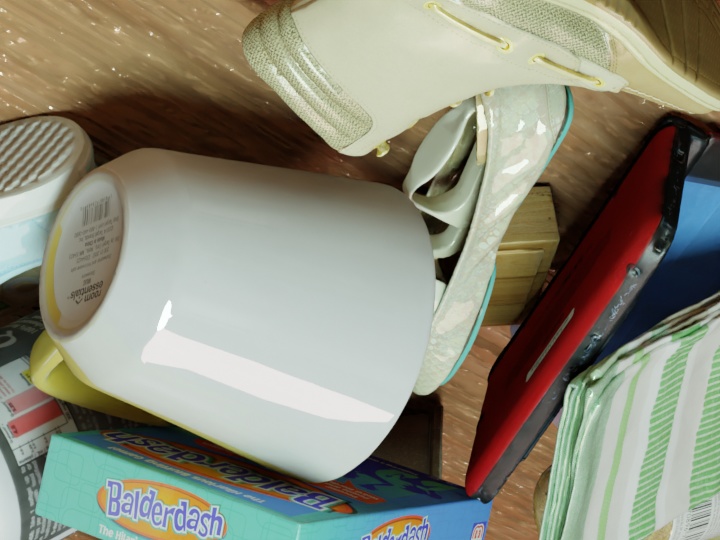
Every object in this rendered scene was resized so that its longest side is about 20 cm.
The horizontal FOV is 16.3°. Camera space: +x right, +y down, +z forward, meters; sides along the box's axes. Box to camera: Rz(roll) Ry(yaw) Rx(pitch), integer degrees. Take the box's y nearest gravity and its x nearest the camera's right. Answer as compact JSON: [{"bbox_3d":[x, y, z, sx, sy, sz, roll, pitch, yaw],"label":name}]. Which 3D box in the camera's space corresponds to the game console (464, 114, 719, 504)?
[{"bbox_3d":[0.157,0.031,1.316,0.118,0.173,0.201,28,124,-6],"label":"game console"}]

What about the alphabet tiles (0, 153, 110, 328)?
[{"bbox_3d":[-0.188,-0.009,1.344,0.199,0.006,0.166,-21,149,27],"label":"alphabet tiles"}]

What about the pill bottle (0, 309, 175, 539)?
[{"bbox_3d":[-0.188,0.093,1.320,0.199,0.116,0.116,-27,170,-40],"label":"pill bottle"}]

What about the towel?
[{"bbox_3d":[0.167,0.080,1.311,0.199,0.023,0.153,-27,137,-40],"label":"towel"}]

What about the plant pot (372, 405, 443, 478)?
[{"bbox_3d":[-0.048,0.181,1.562,0.196,0.202,0.201,2,153,3],"label":"plant pot"}]

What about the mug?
[{"bbox_3d":[-0.076,0.026,1.200,0.152,0.150,0.187,17,115,-33],"label":"mug"}]

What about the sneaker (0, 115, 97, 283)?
[{"bbox_3d":[-0.217,-0.011,1.242,0.198,0.074,0.082,-11,133,11],"label":"sneaker"}]

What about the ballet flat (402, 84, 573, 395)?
[{"bbox_3d":[0.041,-0.024,1.250,0.062,0.068,0.201,4,124,-28],"label":"ballet flat"}]

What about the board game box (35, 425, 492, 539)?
[{"bbox_3d":[-0.045,0.119,1.278,0.151,0.045,0.200,17,-172,28],"label":"board game box"}]

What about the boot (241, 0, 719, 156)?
[{"bbox_3d":[0.062,-0.099,1.141,0.199,0.073,0.155,21,141,-38],"label":"boot"}]

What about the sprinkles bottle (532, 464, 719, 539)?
[{"bbox_3d":[0.191,0.120,1.430,0.199,0.069,0.068,-12,161,-38],"label":"sprinkles bottle"}]

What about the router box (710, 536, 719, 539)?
[{"bbox_3d":[0.259,0.148,1.691,0.157,0.053,0.200,18,145,-38],"label":"router box"}]

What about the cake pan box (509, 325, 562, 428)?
[{"bbox_3d":[0.202,0.060,1.512,0.199,0.053,0.184,-15,150,17],"label":"cake pan box"}]

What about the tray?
[{"bbox_3d":[0.000,0.000,1.354,0.198,0.037,0.099,-3,152,-8],"label":"tray"}]
